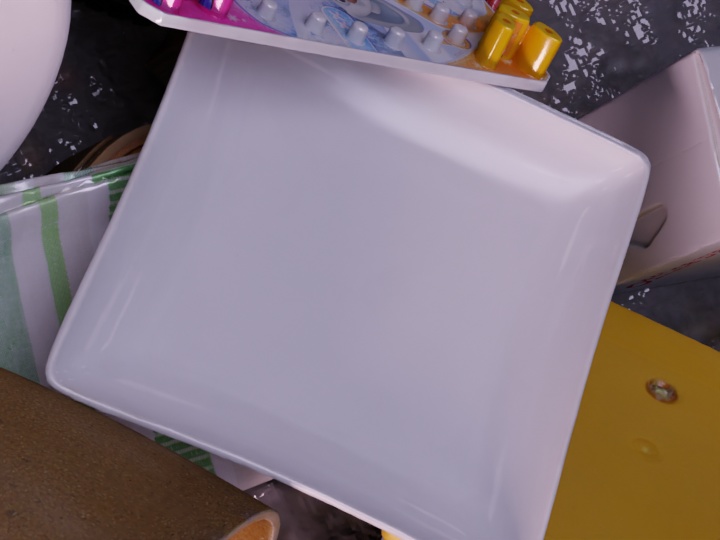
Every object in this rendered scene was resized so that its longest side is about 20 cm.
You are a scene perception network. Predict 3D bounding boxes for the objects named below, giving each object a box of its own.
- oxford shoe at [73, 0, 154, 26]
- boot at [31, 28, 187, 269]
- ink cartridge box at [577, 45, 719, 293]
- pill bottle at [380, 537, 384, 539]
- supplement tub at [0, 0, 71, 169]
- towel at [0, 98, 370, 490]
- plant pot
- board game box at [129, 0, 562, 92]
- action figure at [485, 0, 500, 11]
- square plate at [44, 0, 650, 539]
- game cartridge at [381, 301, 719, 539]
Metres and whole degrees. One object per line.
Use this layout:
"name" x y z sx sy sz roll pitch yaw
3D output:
"oxford shoe" -0.147 -0.162 0.909 0.199 0.084 0.073 9 77 -20
"boot" -0.057 -0.006 0.924 0.155 0.074 0.200 45 71 -16
"ink cartridge box" 0.209 -0.054 1.006 0.199 0.146 0.083 -9 81 -25
"pill bottle" 0.104 0.168 0.931 0.199 0.114 0.115 22 71 -17
"supplement tub" -0.220 -0.115 0.796 0.200 0.145 0.145 35 63 24
"towel" -0.067 0.021 0.877 0.199 0.023 0.154 -19 105 -26
"plant pot" -0.163 0.101 0.764 0.200 0.187 0.187 36 66 10
"board game box" -0.037 -0.152 0.895 0.199 0.026 0.200 6 36 -38
"action figure" 0.075 -0.170 1.028 0.065 0.052 0.200 47 60 -14
"square plate" 0.000 0.000 0.845 0.197 0.028 0.201 25 63 -9
"game cartridge" 0.114 0.086 0.916 0.176 0.033 0.200 25 35 4
